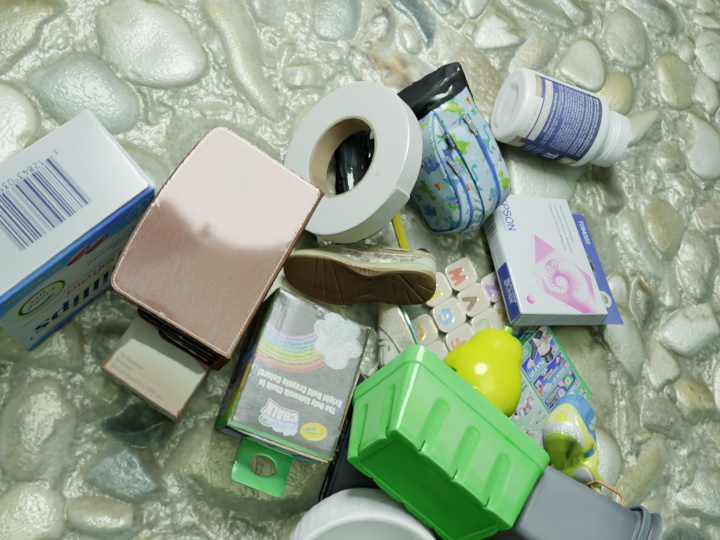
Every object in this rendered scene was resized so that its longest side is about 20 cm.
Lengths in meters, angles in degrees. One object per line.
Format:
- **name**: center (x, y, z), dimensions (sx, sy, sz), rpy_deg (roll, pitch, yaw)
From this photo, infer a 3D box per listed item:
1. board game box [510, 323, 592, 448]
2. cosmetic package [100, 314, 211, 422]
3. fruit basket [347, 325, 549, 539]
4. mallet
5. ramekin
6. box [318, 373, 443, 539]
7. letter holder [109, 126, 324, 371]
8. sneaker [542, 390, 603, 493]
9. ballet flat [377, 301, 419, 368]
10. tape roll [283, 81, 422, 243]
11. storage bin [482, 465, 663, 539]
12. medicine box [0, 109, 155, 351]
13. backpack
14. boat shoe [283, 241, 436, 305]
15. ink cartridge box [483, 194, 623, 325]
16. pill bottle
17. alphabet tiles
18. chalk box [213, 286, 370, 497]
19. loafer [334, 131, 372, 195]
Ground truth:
- **board game box**: center (0.223, 0.185, 0.857), dimensions (0.199, 0.029, 0.136), rpy_deg (-39, 101, -25)
- **cosmetic package**: center (-0.193, 0.057, 0.718), dimensions (0.102, 0.087, 0.202), rpy_deg (33, 67, -8)
- **fruit basket**: center (0.105, 0.158, 0.689), dimensions (0.212, 0.155, 0.219), rpy_deg (22, 47, -26)
- **mallet**: center (0.038, -0.070, 0.830), dimensions (0.065, 0.041, 0.203), rpy_deg (-34, 111, -26)
- **ramekin**: center (0.004, 0.339, 0.673), dimensions (0.195, 0.098, 0.206), rpy_deg (0, 94, -3)
- **box**: center (0.066, 0.235, 0.756), dimensions (0.196, 0.044, 0.163), rpy_deg (21, 87, -9)
- **letter holder**: center (-0.152, -0.024, 0.652), dimensions (0.141, 0.100, 0.203), rpy_deg (31, 68, -10)
- **sneaker**: center (0.289, 0.246, 0.826), dimensions (0.105, 0.074, 0.203), rpy_deg (-49, 135, -45)
- **ballet flat**: center (0.057, 0.129, 0.804), dimensions (0.061, 0.067, 0.203), rpy_deg (-23, 84, -17)
- **tape roll**: center (-0.014, -0.136, 0.784), dimensions (0.037, 0.199, 0.208), rpy_deg (25, 63, -51)
- **storage bin**: center (0.227, 0.297, 0.721), dimensions (0.133, 0.201, 0.147), rpy_deg (32, 64, 7)
- **medicine box**: center (-0.310, -0.032, 0.637), dimensions (0.103, 0.200, 0.182), rpy_deg (46, 66, 0)
- **backpack**: center (0.118, -0.152, 0.861), dimensions (0.200, 0.162, 0.155), rpy_deg (45, 67, -22)
- **boat shoe**: center (0.000, 0.000, 0.802), dimensions (0.195, 0.074, 0.063), rpy_deg (8, 38, 4)
- **ink cartridge box**: center (0.285, -0.018, 0.915), dimensions (0.195, 0.044, 0.200), rpy_deg (1, 60, -19)
- **pill bottle**: center (0.311, -0.228, 0.970), dimensions (0.196, 0.111, 0.113), rpy_deg (14, 71, -15)
- **alphabet tiles**: center (0.159, 0.089, 0.879), dimensions (0.193, 0.015, 0.203), rpy_deg (-25, 86, -24)
- **chalk box**: center (-0.087, 0.146, 0.715), dimensions (0.122, 0.124, 0.204), rpy_deg (24, 69, -13)
- **loafer**: center (0.000, -0.139, 0.854), dimensions (0.069, 0.068, 0.205), rpy_deg (-2, 72, -12)
